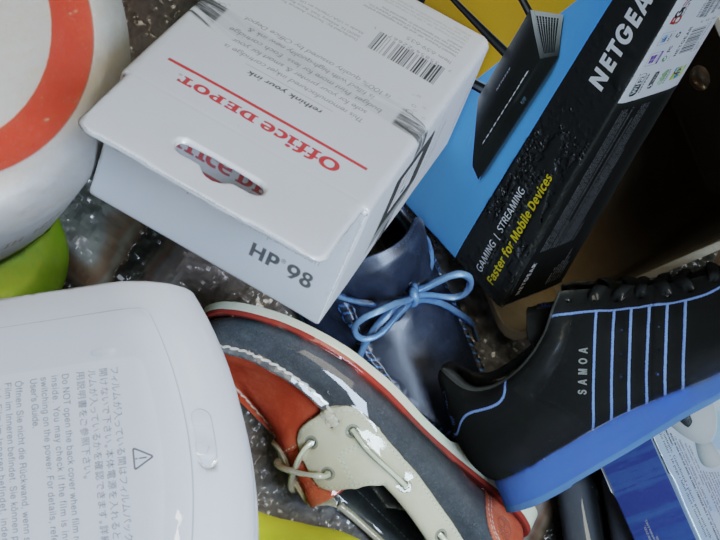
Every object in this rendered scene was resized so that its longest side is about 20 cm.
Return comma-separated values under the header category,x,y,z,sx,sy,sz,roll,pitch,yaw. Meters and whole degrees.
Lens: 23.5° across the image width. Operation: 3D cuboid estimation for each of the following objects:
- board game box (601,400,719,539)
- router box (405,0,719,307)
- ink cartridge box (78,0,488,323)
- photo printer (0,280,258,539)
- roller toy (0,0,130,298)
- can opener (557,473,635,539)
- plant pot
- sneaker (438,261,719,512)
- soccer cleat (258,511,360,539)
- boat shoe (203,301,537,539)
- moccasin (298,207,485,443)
category,x,y,z,sx,sy,sz,roll,pitch,yaw
board game box,0.212,0.114,0.902,0.198,0.043,0.202,-18,83,-46
router box,0.073,-0.106,0.815,0.051,0.201,0.149,-18,56,-41
ink cartridge box,-0.035,-0.058,0.737,0.115,0.067,0.200,29,39,5
photo printer,-0.138,0.091,0.653,0.198,0.070,0.168,-9,66,-1
roller toy,-0.198,-0.086,0.733,0.198,0.140,0.184,20,67,-19
can opener,0.140,0.200,0.874,0.066,0.052,0.202,9,68,-61
plant pot,0.159,-0.105,0.895,0.176,0.199,0.201,-17,83,-41
sneaker,0.128,0.030,0.789,0.199,0.070,0.078,-33,90,9
soccer cleat,-0.054,0.136,0.790,0.199,0.084,0.065,23,102,-2
boat shoe,-0.003,0.090,0.821,0.200,0.071,0.063,39,64,-16
moccasin,0.000,0.000,0.846,0.080,0.068,0.201,-40,94,-30
